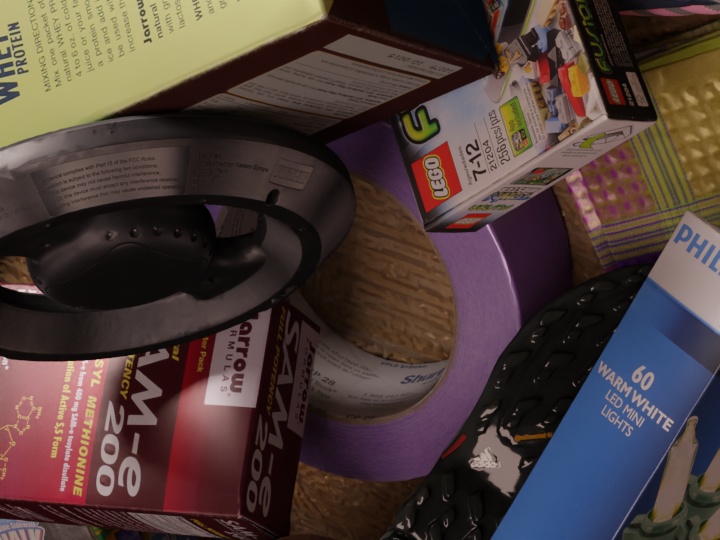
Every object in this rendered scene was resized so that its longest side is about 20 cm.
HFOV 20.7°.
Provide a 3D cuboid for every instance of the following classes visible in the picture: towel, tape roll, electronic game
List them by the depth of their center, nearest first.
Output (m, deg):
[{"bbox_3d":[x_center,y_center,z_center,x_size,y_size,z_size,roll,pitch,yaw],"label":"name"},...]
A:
[{"bbox_3d":[-0.099,-0.011,0.814,0.199,0.199,0.042,-30,63,38],"label":"electronic game"},{"bbox_3d":[0.173,-0.017,0.877,0.143,0.023,0.201,-17,105,35],"label":"towel"},{"bbox_3d":[0.000,0.000,0.962,0.199,0.066,0.202,14,119,25],"label":"tape roll"}]

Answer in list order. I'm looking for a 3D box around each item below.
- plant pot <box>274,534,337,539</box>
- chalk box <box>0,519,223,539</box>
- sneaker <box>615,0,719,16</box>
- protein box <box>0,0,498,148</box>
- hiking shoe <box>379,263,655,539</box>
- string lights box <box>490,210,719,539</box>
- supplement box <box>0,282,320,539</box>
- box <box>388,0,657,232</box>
[{"bbox_3d":[-0.076,0.246,0.929,0.199,0.187,0.188,-27,98,32],"label":"plant pot"},{"bbox_3d":[-0.154,0.140,1.073,0.124,0.124,0.201,-12,106,28],"label":"chalk box"},{"bbox_3d":[0.127,-0.136,0.804,0.199,0.082,0.071,-7,111,34],"label":"sneaker"},{"bbox_3d":[-0.079,-0.147,0.807,0.199,0.135,0.200,-20,76,29],"label":"protein box"},{"bbox_3d":[0.077,0.074,0.892,0.074,0.087,0.200,45,88,4],"label":"hiking shoe"},{"bbox_3d":[0.131,0.085,0.823,0.059,0.102,0.201,42,107,46],"label":"string lights box"},{"bbox_3d":[-0.126,0.066,0.945,0.198,0.061,0.110,1,72,22],"label":"supplement box"},{"bbox_3d":[0.045,-0.129,0.831,0.110,0.035,0.202,-32,69,41],"label":"box"}]
